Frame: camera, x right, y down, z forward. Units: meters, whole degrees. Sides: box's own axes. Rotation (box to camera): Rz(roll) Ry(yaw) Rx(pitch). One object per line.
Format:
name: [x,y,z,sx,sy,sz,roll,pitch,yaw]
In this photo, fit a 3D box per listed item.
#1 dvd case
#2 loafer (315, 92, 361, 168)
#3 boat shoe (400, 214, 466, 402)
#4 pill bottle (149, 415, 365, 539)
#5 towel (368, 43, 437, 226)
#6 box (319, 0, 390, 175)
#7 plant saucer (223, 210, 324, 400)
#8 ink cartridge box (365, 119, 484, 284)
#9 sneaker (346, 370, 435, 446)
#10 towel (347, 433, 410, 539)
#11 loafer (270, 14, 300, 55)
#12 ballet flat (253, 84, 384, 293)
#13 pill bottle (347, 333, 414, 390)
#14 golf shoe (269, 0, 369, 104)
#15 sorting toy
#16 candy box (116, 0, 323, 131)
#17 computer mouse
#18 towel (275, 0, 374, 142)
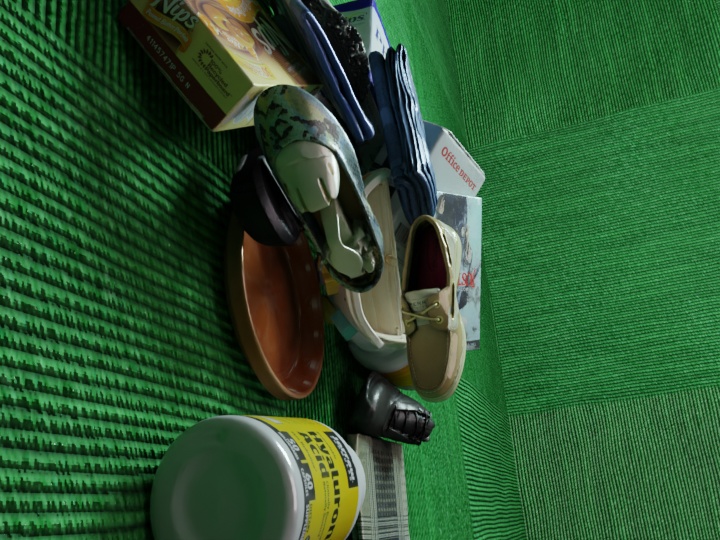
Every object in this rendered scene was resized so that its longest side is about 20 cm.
dvd case: [0.113,0.004,0.978,0.144,0.022,0.206,1,91,-52]
loafer: [-0.048,-0.175,0.929,0.200,0.071,0.074,48,30,-64]
boat shoe: [0.071,0.037,0.823,0.066,0.072,0.205,36,49,-53]
pill bottle: [-0.062,0.168,0.573,0.200,0.108,0.115,33,48,-70]
towel: [0.054,-0.158,0.891,0.112,0.047,0.204,65,13,-58]
box: [-0.003,-0.242,1.070,0.185,0.102,0.204,63,22,-48]
plant saucer: [-0.083,0.023,0.737,0.200,0.031,0.206,-12,91,-74]
ink cartridge box: [0.065,-0.082,1.014,0.203,0.082,0.146,-59,143,-3]
sneaker: [0.046,0.181,0.962,0.078,0.089,0.199,-65,158,-1]
towel: [0.021,0.308,0.942,0.192,0.034,0.206,38,46,-64]
loafer: [-0.076,-0.161,0.796,0.072,0.061,0.205,134,-61,-85]
ballet flat: [-0.026,-0.058,0.624,0.076,0.072,0.201,-86,153,-43]
pill bottle: [0.047,0.091,1.020,0.200,0.106,0.112,44,38,-64]
golf shoe: [-0.052,-0.286,0.922,0.204,0.076,0.094,63,-6,-8]
sorting toy: [0.000,0.000,0.809,0.180,0.104,0.206,-117,-160,-81]
candy box: [-0.110,-0.187,0.658,0.116,0.055,0.200,50,18,-2]
computer mouse: [-0.073,-0.048,0.687,0.201,0.045,0.143,-96,161,-63]
towel: [-0.046,-0.226,0.762,0.148,0.023,0.201,60,2,-38]
